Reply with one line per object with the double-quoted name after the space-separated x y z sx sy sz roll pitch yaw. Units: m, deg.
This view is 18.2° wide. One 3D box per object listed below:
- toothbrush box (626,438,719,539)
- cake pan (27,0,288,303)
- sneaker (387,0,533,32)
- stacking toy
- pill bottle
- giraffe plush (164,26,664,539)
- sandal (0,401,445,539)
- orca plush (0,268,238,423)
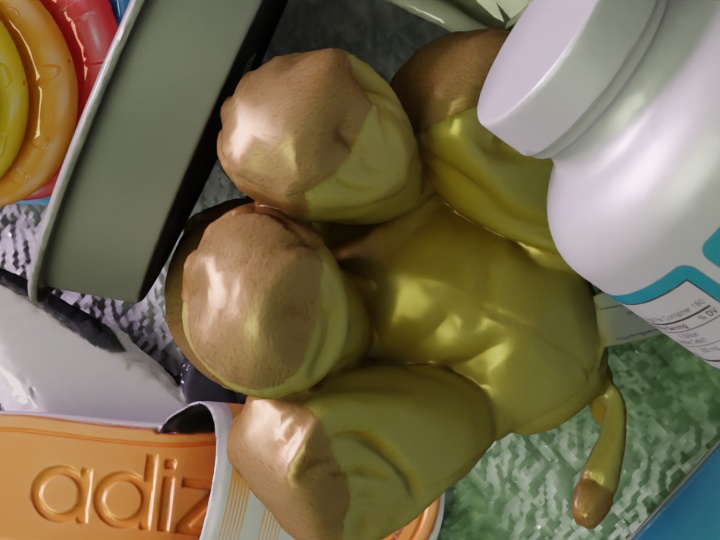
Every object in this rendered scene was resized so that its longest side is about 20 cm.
0.178 0.147 0.774 0.200 0.085 0.147 42 117 11 "toothbrush box"
-0.057 -0.074 0.773 0.037 0.200 0.201 24 115 -2 "cake pan"
0.082 -0.092 0.750 0.200 0.090 0.067 19 109 20 "sneaker"
-0.168 -0.063 0.820 0.109 0.200 0.116 2 105 26 "stacking toy"
0.135 -0.019 0.689 0.200 0.111 0.111 34 120 -14 "pill bottle"
0.000 0.000 0.782 0.162 0.200 0.173 12 92 54 "giraffe plush"
-0.068 0.087 0.838 0.206 0.059 0.079 3 76 -8 "sandal"
-0.121 0.068 0.909 0.200 0.105 0.071 29 155 -4 "orca plush"
